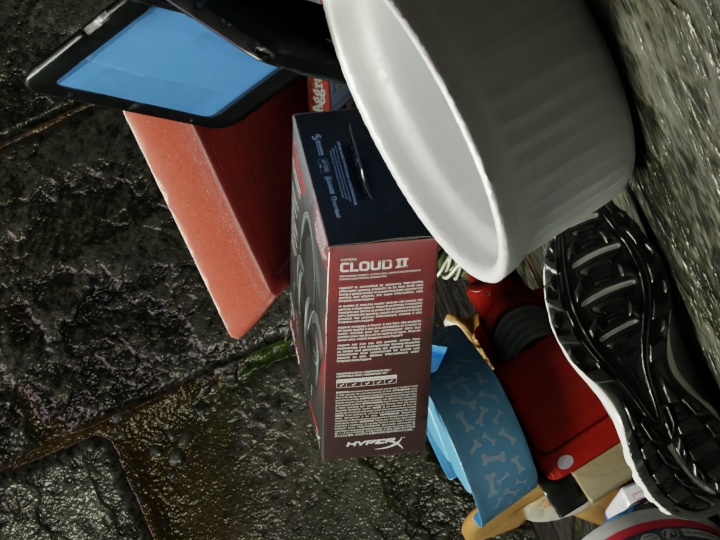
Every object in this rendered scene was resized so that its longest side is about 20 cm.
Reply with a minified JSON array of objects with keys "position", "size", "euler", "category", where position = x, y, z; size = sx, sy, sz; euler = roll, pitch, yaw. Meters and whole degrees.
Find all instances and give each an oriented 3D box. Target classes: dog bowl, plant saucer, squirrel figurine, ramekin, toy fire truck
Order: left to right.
[{"position":[-0.065,-0.088,1.771],"size":[0.200,0.037,0.201],"euler":[-51,-52,-43],"category":"plant saucer"},{"position":[0.073,0.101,1.757],"size":[0.200,0.049,0.112],"euler":[-123,11,-72],"category":"dog bowl"},{"position":[0.067,-0.103,1.400],"size":[0.201,0.097,0.201],"euler":[59,169,19],"category":"ramekin"},{"position":[0.139,0.098,2.061],"size":[0.200,0.141,0.187],"euler":[99,160,-60],"category":"squirrel figurine"},{"position":[0.128,0.037,1.754],"size":[0.200,0.128,0.176],"euler":[56,-177,-32],"category":"toy fire truck"}]

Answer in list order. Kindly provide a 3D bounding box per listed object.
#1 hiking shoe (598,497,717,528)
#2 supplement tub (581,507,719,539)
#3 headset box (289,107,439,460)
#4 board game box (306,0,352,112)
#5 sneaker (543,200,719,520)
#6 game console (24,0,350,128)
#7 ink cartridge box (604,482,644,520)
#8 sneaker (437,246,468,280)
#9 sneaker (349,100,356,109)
[{"position":[0.188,0.198,1.784],"size":[0.200,0.086,0.075],"euler":[103,146,-68],"category":"hiking shoe"},{"position":[0.207,0.257,1.595],"size":[0.200,0.140,0.141],"euler":[-117,4,-56],"category":"supplement tub"},{"position":[0.000,0.000,1.669],"size":[0.149,0.077,0.201],"euler":[-106,13,-50],"category":"headset box"},{"position":[0.001,-0.188,1.824],"size":[0.200,0.019,0.103],"euler":[-47,-42,-62],"category":"board game box"},{"position":[0.159,0.050,1.497],"size":[0.079,0.074,0.201],"euler":[-97,-16,-80],"category":"sneaker"},{"position":[-0.070,-0.113,1.563],"size":[0.176,0.117,0.200],"euler":[35,-163,35],"category":"game console"},{"position":[0.232,0.226,1.960],"size":[0.200,0.042,0.120],"euler":[93,154,-78],"category":"ink cartridge box"},{"position":[0.065,-0.027,1.837],"size":[0.090,0.200,0.067],"euler":[49,134,13],"category":"sneaker"},{"position":[0.039,-0.112,1.812],"size":[0.108,0.067,0.202],"euler":[52,-138,-54],"category":"sneaker"}]
